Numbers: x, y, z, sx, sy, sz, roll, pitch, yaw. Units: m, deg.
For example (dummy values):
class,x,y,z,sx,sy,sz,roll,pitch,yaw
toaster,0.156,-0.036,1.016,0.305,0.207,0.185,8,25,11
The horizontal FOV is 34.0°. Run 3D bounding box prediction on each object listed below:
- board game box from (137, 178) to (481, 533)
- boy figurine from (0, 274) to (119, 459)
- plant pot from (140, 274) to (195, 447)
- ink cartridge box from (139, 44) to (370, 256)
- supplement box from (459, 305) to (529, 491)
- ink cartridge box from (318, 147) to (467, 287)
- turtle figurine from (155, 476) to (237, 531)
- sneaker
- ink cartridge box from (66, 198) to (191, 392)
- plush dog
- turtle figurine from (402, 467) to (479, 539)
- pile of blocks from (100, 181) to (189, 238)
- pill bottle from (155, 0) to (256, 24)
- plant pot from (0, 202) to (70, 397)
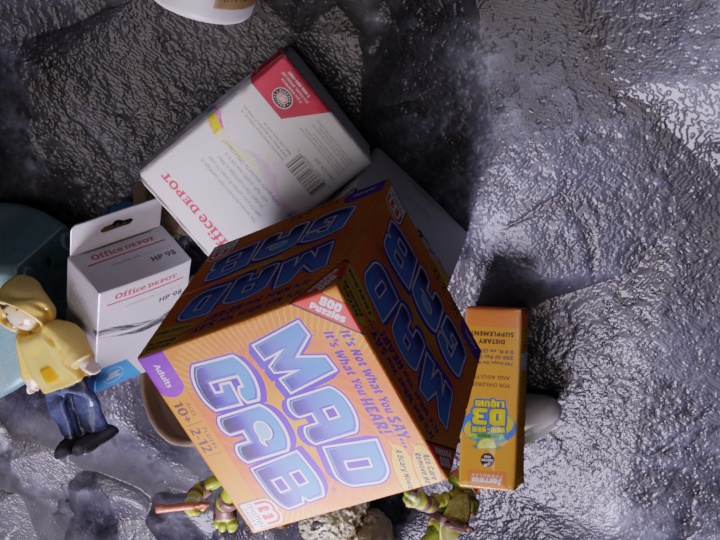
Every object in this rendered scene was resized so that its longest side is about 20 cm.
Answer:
class,x,y,z,sx,sy,sz,roll,pitch,yaw
board game box,-0.035,0.075,1.053,0.200,0.200,0.200,-20,112,24
boy figurine,-0.326,0.099,1.258,0.124,0.064,0.200,-10,107,38
plant pot,-0.165,0.109,1.384,0.093,0.201,0.201,13,134,-43
ink cartridge box,-0.109,-0.117,1.242,0.200,0.086,0.148,-36,105,12
supplement box,0.148,0.140,1.302,0.066,0.069,0.200,1,90,14
ink cartridge box,0.000,0.000,1.237,0.145,0.200,0.147,43,121,-10
turtle figurine,-0.150,0.253,1.392,0.064,0.200,0.161,54,158,28
sneaker,0.132,0.162,1.369,0.200,0.076,0.081,-9,106,19
ink cartridge box,-0.254,0.029,1.283,0.067,0.116,0.200,46,141,30
plush dog,-0.020,0.322,1.476,0.200,0.160,0.172,-25,90,31
turtle figurine,0.101,0.293,1.361,0.064,0.200,0.162,22,90,30
pile of blocks,-0.247,-0.052,1.373,0.200,0.082,0.062,-19,155,34
pill bottle,-0.133,-0.350,1.131,0.114,0.114,0.200,23,122,2
plant pot,-0.423,0.036,1.373,0.200,0.196,0.196,-8,116,24
